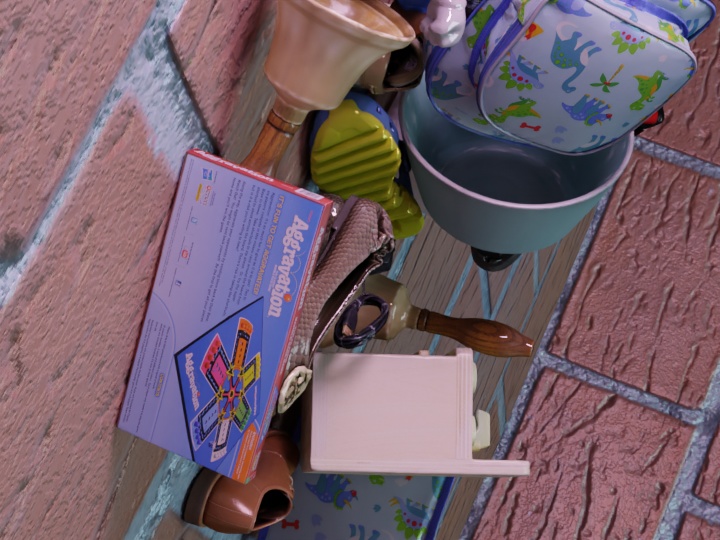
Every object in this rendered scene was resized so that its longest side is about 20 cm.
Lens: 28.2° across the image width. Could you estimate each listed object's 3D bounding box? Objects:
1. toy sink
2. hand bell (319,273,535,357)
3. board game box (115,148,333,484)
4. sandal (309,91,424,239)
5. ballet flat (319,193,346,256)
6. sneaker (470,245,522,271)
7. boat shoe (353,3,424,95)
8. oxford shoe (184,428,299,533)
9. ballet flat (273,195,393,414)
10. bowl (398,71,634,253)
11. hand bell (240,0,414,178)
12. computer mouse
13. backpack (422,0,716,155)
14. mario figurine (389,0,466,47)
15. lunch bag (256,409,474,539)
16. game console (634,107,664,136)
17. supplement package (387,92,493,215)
[{"bbox_3d":[0.048,0.131,1.314,0.130,0.198,0.113,124,-32,-80],"label":"toy sink"},{"bbox_3d":[0.067,0.049,1.355,0.104,0.198,0.105,15,90,-78],"label":"hand bell"},{"bbox_3d":[-0.092,0.031,0.950,0.019,0.102,0.202,-28,137,-68],"label":"board game box"},{"bbox_3d":[0.002,-0.100,1.210,0.200,0.079,0.088,66,17,-65],"label":"sandal"},{"bbox_3d":[-0.048,0.013,1.228,0.068,0.046,0.201,-75,180,-47],"label":"ballet flat"},{"bbox_3d":[0.159,-0.076,1.362,0.091,0.066,0.201,76,35,-63],"label":"sneaker"},{"bbox_3d":[0.021,-0.172,1.157,0.200,0.066,0.075,-35,143,-67],"label":"boat shoe"},{"bbox_3d":[-0.087,0.195,1.275,0.200,0.071,0.072,-30,138,-71],"label":"oxford shoe"},{"bbox_3d":[-0.024,0.027,1.046,0.068,0.046,0.201,109,7,-54],"label":"ballet flat"},{"bbox_3d":[0.125,-0.092,1.228,0.106,0.199,0.201,98,19,-48],"label":"bowl"},{"bbox_3d":[-0.055,-0.093,0.962,0.201,0.104,0.104,-62,169,20],"label":"hand bell"},{"bbox_3d":[0.000,0.000,1.266,0.201,0.058,0.034,-85,170,-57],"label":"computer mouse"},{"bbox_3d":[0.144,-0.177,1.083,0.200,0.182,0.148,-44,-143,45],"label":"backpack"},{"bbox_3d":[0.020,-0.221,0.979,0.200,0.122,0.107,114,-17,-75],"label":"mario figurine"},{"bbox_3d":[0.007,0.208,1.425,0.127,0.169,0.202,-44,152,-79],"label":"lunch bag"},{"bbox_3d":[0.202,-0.218,1.362,0.172,0.118,0.202,-7,80,-46],"label":"game console"},{"bbox_3d":[0.103,-0.160,1.396,0.114,0.109,0.201,84,30,-61],"label":"supplement package"}]
